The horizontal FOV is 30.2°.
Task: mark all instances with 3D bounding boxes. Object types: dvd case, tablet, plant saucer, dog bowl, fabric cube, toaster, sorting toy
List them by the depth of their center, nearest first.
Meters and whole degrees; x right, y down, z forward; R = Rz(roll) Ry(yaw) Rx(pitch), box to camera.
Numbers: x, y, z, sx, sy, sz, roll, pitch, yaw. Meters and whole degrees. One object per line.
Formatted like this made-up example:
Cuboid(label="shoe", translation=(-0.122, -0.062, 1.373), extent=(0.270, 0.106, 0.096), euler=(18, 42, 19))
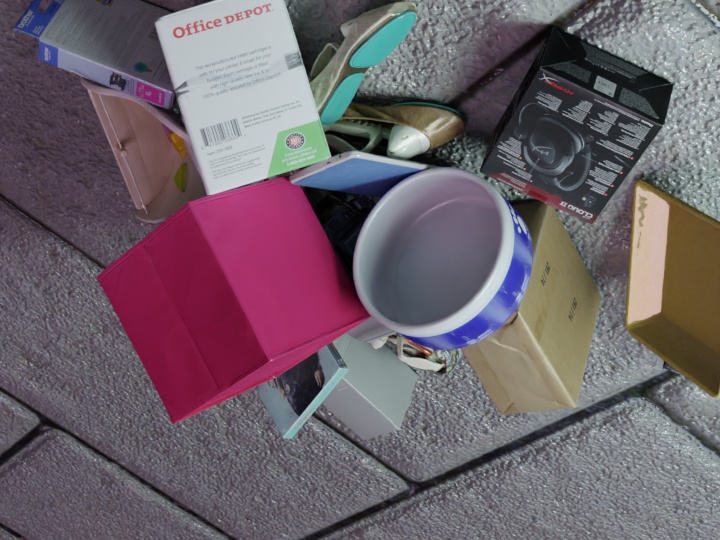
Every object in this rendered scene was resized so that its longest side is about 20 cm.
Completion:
Cuboid(label="plant saucer", translation=(0.378, 0.014, 1.518), extent=(0.048, 0.200, 0.201), euler=(-10, 115, -19))
Cuboid(label="dog bowl", translation=(0.094, -0.013, 1.531), extent=(0.199, 0.201, 0.079), euler=(-7, 155, 32))
Cuboid(label="fabric cube", translation=(-0.149, 0.032, 1.574), extent=(0.200, 0.196, 0.200), euler=(-33, 83, 37))
Cuboid(label="tablet", translation=(0.029, -0.111, 1.588), extent=(0.199, 0.014, 0.130), euler=(6, 165, -38))
Cuboid(label="sorting toy", translation=(-0.233, -0.146, 1.616), extent=(0.180, 0.107, 0.201), euler=(36, 150, 52))
Cuboid(label="toaster", translation=(0.000, 0.000, 1.677), extent=(0.200, 0.114, 0.129), euler=(46, 151, -3))
Cuboid(label="dvd case", translation=(-0.106, 0.111, 1.846), extent=(0.022, 0.200, 0.146), euler=(10, 129, -45))

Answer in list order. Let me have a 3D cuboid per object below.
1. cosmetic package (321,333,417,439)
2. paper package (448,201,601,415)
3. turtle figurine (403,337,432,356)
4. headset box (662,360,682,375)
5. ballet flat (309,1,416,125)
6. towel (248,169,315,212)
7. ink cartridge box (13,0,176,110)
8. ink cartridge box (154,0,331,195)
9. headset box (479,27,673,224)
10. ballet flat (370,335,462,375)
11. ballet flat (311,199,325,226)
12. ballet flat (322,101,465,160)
Cuboid(label="cosmetic package", translation=(-0.018, 0.142, 1.924), extent=(0.090, 0.107, 0.200), euler=(-19, 124, 40))
Cuboid(label="paper package", translation=(0.203, 0.045, 1.633), extent=(0.103, 0.200, 0.191), euler=(-10, 131, 32))
Cuboid(label="turtle figurine", translation=(0.089, 0.026, 1.763), extent=(0.161, 0.064, 0.201), euler=(-4, 119, 52))
Cuboid(label="headset box", translation=(0.483, 0.059, 1.598), extent=(0.173, 0.093, 0.200), euler=(19, 141, 5))
Cuboid(label="ballet flat", translation=(-0.012, -0.246, 1.505), extent=(0.200, 0.067, 0.062), euler=(-47, 67, 37))
Cuboid(label="towel", translation=(-0.162, -0.118, 1.718), extent=(0.199, 0.023, 0.145), euler=(-11, 106, 35))
Cuboid(label="ink cartridge box", translation=(-0.291, -0.273, 1.564), extent=(0.199, 0.120, 0.042), euler=(22, 143, -1))
Cuboid(label="ink cartridge box", translation=(-0.132, -0.201, 1.488), extent=(0.145, 0.084, 0.201), euler=(-17, 97, -4))
Cuboid(label="headset box", translation=(0.234, -0.151, 1.489), extent=(0.148, 0.077, 0.200), euler=(24, 142, -2))
Cuboid(label="ballet flat", translation=(0.052, 0.087, 1.857), extent=(0.200, 0.072, 0.072), euler=(29, 141, -8))
Cuboid(label="ballet flat", translation=(-0.073, -0.048, 1.760), extent=(0.068, 0.069, 0.200), euler=(-18, 126, 41))
Cuboid(label="ballet flat", translation=(0.021, -0.163, 1.578), extent=(0.199, 0.073, 0.068), euler=(10, 147, 14))
